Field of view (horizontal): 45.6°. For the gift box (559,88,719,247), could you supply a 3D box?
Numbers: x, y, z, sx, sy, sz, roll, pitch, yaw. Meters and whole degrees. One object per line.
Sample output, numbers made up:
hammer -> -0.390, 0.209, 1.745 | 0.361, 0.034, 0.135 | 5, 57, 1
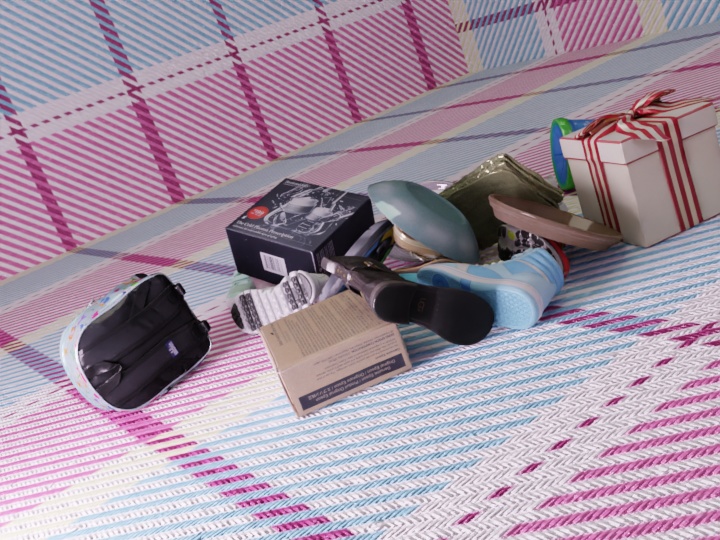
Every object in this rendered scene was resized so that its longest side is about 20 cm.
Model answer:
gift box -> 0.431, -0.159, 1.262 | 0.184, 0.187, 0.200 | -26, 16, -17

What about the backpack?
backpack -> -0.357, 0.116, 1.323 | 0.150, 0.178, 0.200 | -7, 30, 47

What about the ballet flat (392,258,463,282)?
ballet flat -> 0.119, 0.013, 1.296 | 0.063, 0.069, 0.200 | -15, 10, -40

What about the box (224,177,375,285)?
box -> -0.103, -0.063, 1.535 | 0.200, 0.104, 0.182 | 16, 43, 31

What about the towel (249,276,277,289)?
towel -> -0.111, -0.013, 1.584 | 0.191, 0.032, 0.200 | -22, 37, -14

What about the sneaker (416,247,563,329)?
sneaker -> 0.185, 0.013, 1.170 | 0.200, 0.080, 0.130 | 16, 38, 40

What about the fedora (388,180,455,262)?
fedora -> 0.123, -0.099, 1.525 | 0.200, 0.090, 0.177 | 3, 42, 32

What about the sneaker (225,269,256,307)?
sneaker -> -0.231, -0.009, 1.680 | 0.074, 0.118, 0.200 | -13, 19, 17

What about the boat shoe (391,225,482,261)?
boat shoe -> 0.115, -0.036, 1.343 | 0.200, 0.073, 0.063 | 9, -51, -47

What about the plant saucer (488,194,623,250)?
plant saucer -> 0.278, -0.069, 1.239 | 0.200, 0.030, 0.200 | 15, 12, -3

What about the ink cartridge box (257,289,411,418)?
ink cartridge box -> -0.040, 0.104, 1.163 | 0.164, 0.075, 0.200 | -23, 17, -7

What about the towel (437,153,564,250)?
towel -> 0.211, -0.107, 1.378 | 0.200, 0.148, 0.037 | -33, 34, 43

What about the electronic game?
electronic game -> 0.000, 0.000, 1.337 | 0.200, 0.042, 0.200 | -51, -9, -11

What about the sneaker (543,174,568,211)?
sneaker -> 0.280, -0.138, 1.539 | 0.075, 0.081, 0.200 | -34, 26, -34

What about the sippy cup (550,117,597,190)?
sippy cup -> 0.434, -0.226, 1.604 | 0.130, 0.140, 0.178 | -9, 42, 2

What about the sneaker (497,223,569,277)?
sneaker -> 0.269, -0.037, 1.269 | 0.085, 0.077, 0.200 | -8, 18, -10

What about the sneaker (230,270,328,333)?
sneaker -> -0.132, 0.052, 1.423 | 0.200, 0.075, 0.081 | -19, -2, 34

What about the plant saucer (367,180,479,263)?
plant saucer -> 0.104, -0.086, 1.283 | 0.039, 0.201, 0.201 | -56, 4, 21

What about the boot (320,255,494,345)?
boot -> 0.061, 0.026, 1.130 | 0.200, 0.069, 0.174 | 17, 9, -25
